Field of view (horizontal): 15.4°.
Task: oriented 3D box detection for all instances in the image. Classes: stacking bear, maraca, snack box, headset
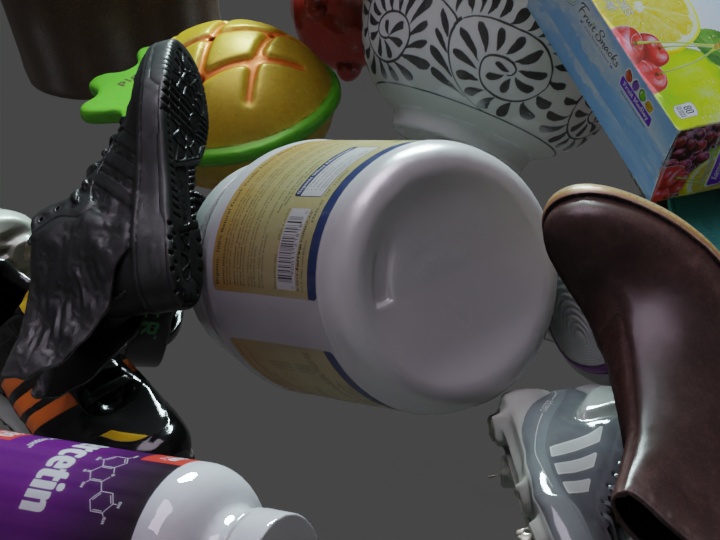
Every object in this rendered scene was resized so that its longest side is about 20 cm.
[{"bbox_3d":[0.018,-0.219,1.922,0.114,0.122,0.200,3,40,36],"label":"stacking bear"},{"bbox_3d":[-0.100,-0.114,1.767,0.137,0.107,0.200,-33,35,-32],"label":"maraca"},{"bbox_3d":[0.224,-0.136,1.562,0.200,0.068,0.169,-12,53,-24],"label":"snack box"},{"bbox_3d":[-0.121,-0.015,1.599,0.094,0.124,0.200,3,15,-13],"label":"headset"}]

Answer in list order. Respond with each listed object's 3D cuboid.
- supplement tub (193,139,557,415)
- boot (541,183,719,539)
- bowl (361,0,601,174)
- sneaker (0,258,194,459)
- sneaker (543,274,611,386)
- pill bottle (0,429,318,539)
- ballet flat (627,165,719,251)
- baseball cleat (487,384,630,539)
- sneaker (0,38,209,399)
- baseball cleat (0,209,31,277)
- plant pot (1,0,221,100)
[{"bbox_3d":[0.000,0.000,1.459,0.144,0.145,0.200,-26,15,-26],"label":"supplement tub"},{"bbox_3d":[0.148,0.061,1.295,0.072,0.200,0.166,-39,9,33],"label":"boot"},{"bbox_3d":[0.078,-0.119,1.693,0.200,0.094,0.201,20,-5,2],"label":"bowl"},{"bbox_3d":[-0.167,0.056,1.505,0.070,0.090,0.200,-26,32,-25],"label":"sneaker"},{"bbox_3d":[0.134,0.011,1.478,0.099,0.075,0.200,-12,17,-29],"label":"sneaker"},{"bbox_3d":[-0.123,0.143,1.312,0.200,0.113,0.112,6,33,28],"label":"pill bottle"},{"bbox_3d":[0.190,-0.039,1.561,0.072,0.072,0.200,-8,41,6],"label":"ballet flat"},{"bbox_3d":[0.122,0.107,1.335,0.106,0.070,0.200,-13,30,-2],"label":"baseball cleat"},{"bbox_3d":[-0.142,-0.032,1.474,0.104,0.060,0.200,-12,62,21],"label":"sneaker"},{"bbox_3d":[-0.301,0.006,1.666,0.200,0.070,0.106,-14,21,-25],"label":"baseball cleat"},{"bbox_3d":[-0.192,-0.243,1.934,0.200,0.199,0.200,-8,28,5],"label":"plant pot"}]
